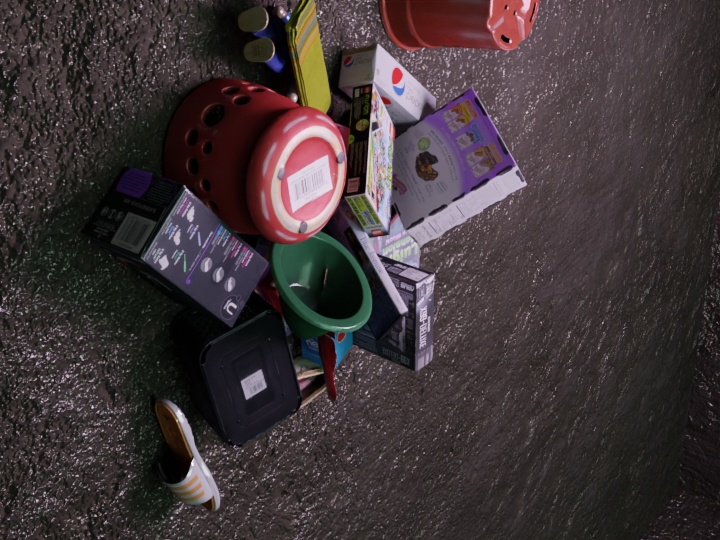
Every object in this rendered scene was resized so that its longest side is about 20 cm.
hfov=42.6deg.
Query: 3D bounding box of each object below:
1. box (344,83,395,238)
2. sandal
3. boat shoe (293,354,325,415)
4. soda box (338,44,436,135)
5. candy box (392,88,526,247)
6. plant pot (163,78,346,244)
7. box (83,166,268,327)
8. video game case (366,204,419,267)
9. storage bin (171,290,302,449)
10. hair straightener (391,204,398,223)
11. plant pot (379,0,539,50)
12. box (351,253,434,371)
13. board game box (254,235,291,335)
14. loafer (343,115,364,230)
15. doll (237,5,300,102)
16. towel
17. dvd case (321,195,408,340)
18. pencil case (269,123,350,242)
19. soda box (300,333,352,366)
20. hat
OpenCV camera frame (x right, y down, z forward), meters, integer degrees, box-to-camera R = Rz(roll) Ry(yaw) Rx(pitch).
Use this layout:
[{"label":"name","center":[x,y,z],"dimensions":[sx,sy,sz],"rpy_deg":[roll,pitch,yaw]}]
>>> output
[{"label":"box","center":[0.016,-0.163,1.369],"dimensions":[0.110,0.034,0.202],"rpy_deg":[55,33,-53]},{"label":"sandal","center":[-0.268,0.275,1.329],"dimensions":[0.059,0.079,0.209],"rpy_deg":[-38,125,-34]},{"label":"boat shoe","center":[-0.124,0.203,1.484],"dimensions":[0.199,0.066,0.075],"rpy_deg":[-37,133,-38]},{"label":"soda box","center":[0.046,-0.283,1.470],"dimensions":[0.199,0.067,0.065],"rpy_deg":[27,65,-54]},{"label":"candy box","center":[0.136,-0.162,1.468],"dimensions":[0.199,0.169,0.071],"rpy_deg":[-30,149,12]},{"label":"plant pot","center":[-0.131,-0.143,1.221],"dimensions":[0.199,0.181,0.203],"rpy_deg":[-24,122,-45]},{"label":"box","center":[-0.232,-0.027,1.187],"dimensions":[0.107,0.121,0.200],"rpy_deg":[-61,143,-13]},{"label":"video game case","center":[0.039,-0.033,1.628],"dimensions":[0.199,0.023,0.184],"rpy_deg":[-29,128,-43]},{"label":"storage bin","center":[-0.176,0.140,1.339],"dimensions":[0.134,0.093,0.202],"rpy_deg":[-29,128,-24]},{"label":"hair straightener","center":[0.065,-0.148,1.576],"dimensions":[0.200,0.041,0.077],"rpy_deg":[-46,117,-33]},{"label":"plant pot","center":[0.166,-0.437,1.459],"dimensions":[0.200,0.194,0.203],"rpy_deg":[-27,127,-44]},{"label":"box","center":[0.027,0.056,1.501],"dimensions":[0.050,0.198,0.160],"rpy_deg":[-28,127,-43]},{"label":"board game box","center":[-0.110,0.024,1.441],"dimensions":[0.157,0.039,0.203],"rpy_deg":[5,102,-54]},{"label":"loafer","center":[-0.002,-0.153,1.474],"dimensions":[0.072,0.072,0.203],"rpy_deg":[-5,109,-51]},{"label":"doll","center":[-0.102,-0.298,1.263],"dimensions":[0.200,0.048,0.138],"rpy_deg":[-13,92,-71]},{"label":"towel","center":[-0.066,-0.281,1.273],"dimensions":[0.201,0.018,0.087],"rpy_deg":[80,27,-52]},{"label":"dvd case","center":[0.000,0.000,1.410],"dimensions":[0.017,0.201,0.143],"rpy_deg":[-26,169,-21]},{"label":"pencil case","center":[-0.082,-0.127,1.371],"dimensions":[0.091,0.093,0.202],"rpy_deg":[68,44,-75]},{"label":"soda box","center":[-0.056,0.063,1.461],"dimensions":[0.068,0.064,0.202],"rpy_deg":[-51,152,-38]},{"label":"hat","center":[-0.091,0.068,1.331],"dimensions":[0.164,0.202,0.176],"rpy_deg":[-4,148,-41]}]
